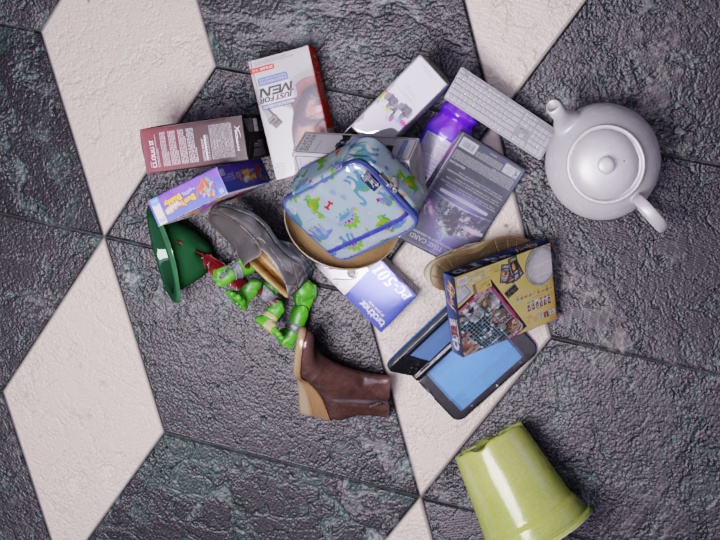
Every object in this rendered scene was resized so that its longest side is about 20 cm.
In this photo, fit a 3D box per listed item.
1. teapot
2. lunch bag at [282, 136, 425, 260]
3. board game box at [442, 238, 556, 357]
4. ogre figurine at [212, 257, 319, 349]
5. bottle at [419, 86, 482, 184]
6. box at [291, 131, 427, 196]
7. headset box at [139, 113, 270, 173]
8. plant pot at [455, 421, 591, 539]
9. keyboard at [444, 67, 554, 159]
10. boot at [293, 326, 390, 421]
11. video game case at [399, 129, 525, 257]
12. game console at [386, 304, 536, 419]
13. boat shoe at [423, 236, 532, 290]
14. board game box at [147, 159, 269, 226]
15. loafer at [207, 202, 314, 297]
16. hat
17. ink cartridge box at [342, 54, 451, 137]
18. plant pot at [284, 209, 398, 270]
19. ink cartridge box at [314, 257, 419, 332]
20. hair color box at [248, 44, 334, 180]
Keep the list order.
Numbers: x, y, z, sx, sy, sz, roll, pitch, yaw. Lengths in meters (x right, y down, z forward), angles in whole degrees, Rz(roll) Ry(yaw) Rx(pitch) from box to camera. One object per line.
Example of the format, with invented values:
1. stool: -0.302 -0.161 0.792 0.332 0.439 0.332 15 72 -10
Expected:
1. teapot: 0.385 -0.165 1.532 0.196 0.146 0.201 3 100 9
2. lunch bag: -0.007 -0.105 1.496 0.198 0.083 0.161 -21 125 41
3. board game box: 0.228 0.043 1.579 0.197 0.034 0.138 -18 110 -27
4. ogre figurine: -0.152 0.032 1.672 0.199 0.098 0.121 40 77 -9
5. bottle: 0.139 -0.212 1.608 0.083 0.065 0.202 27 103 0
6. box: 0.000 -0.153 1.548 0.196 0.061 0.118 5 135 21
7. headset box: -0.266 -0.213 1.638 0.196 0.149 0.079 -8 98 10
8. plant pot: 0.256 0.365 1.637 0.199 0.200 0.186 -31 82 13
9. keyboard: 0.228 -0.252 1.576 0.198 0.011 0.057 29 91 -17
10. boot: -0.030 0.177 1.683 0.163 0.073 0.203 0 127 4
11. video game case: 0.166 -0.113 1.609 0.141 0.019 0.202 25 106 -28
12. game console: 0.172 0.145 1.642 0.200 0.170 0.119 -44 64 13
13. boat shoe: 0.195 -0.017 1.617 0.197 0.066 0.075 -10 100 -18
14. board game box: -0.247 -0.132 1.617 0.133 0.200 0.045 -23 94 17
15. loafer: -0.170 -0.035 1.590 0.198 0.073 0.073 33 142 1
16. hat: -0.266 -0.040 1.717 0.173 0.166 0.203 -17 122 -19
17. ink cartridge box: 0.055 -0.255 1.591 0.200 0.115 0.068 -44 90 15
18. plant pot: -0.030 -0.082 1.625 0.197 0.202 0.028 23 147 5
19. ink cartridge box: 0.000 0.000 1.680 0.200 0.044 0.094 45 106 0
20. hair color box: -0.110 -0.265 1.645 0.109 0.064 0.204 -12 98 11
